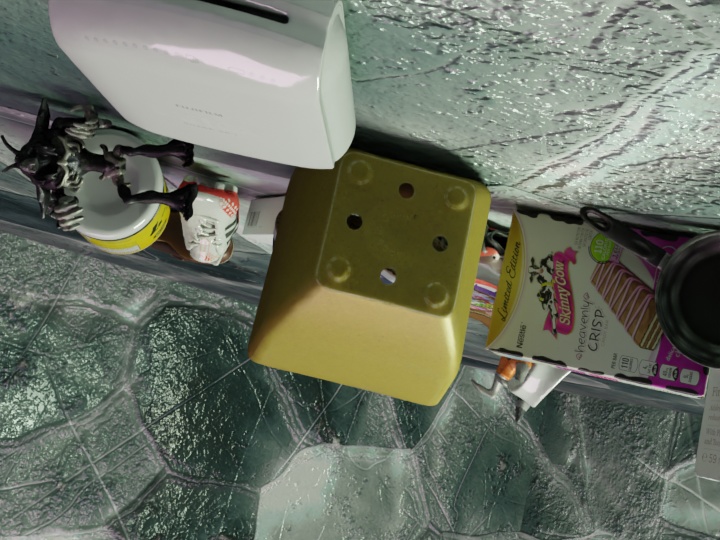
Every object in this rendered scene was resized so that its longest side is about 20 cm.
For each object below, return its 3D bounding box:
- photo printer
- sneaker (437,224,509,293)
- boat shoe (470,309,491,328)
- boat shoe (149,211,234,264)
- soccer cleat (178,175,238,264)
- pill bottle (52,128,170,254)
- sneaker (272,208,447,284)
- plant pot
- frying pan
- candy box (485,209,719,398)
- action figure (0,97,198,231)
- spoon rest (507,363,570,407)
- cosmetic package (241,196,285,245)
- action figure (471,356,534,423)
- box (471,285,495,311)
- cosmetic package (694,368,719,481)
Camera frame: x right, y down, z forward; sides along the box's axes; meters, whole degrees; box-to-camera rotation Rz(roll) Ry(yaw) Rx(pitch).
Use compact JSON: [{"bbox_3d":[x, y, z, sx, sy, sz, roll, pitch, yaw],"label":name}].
[{"bbox_3d":[-0.085,-0.125,0.579,0.164,0.070,0.200,13,173,2],"label":"photo printer"},{"bbox_3d":[0.120,-0.025,1.030,0.197,0.078,0.082,11,147,5],"label":"sneaker"},{"bbox_3d":[0.247,0.090,1.541,0.197,0.075,0.076,14,172,0],"label":"boat shoe"},{"bbox_3d":[-0.261,-0.051,1.456,0.198,0.071,0.070,19,170,33],"label":"boat shoe"},{"bbox_3d":[-0.181,-0.055,1.148,0.068,0.086,0.200,13,173,-1],"label":"soccer cleat"},{"bbox_3d":[-0.270,-0.080,1.081,0.113,0.116,0.200,14,173,-6],"label":"pill bottle"},{"bbox_3d":[0.000,0.000,1.015,0.197,0.071,0.109,15,143,-5],"label":"sneaker"},{"bbox_3d":[0.018,-0.006,0.854,0.193,0.197,0.200,14,165,-5],"label":"plant pot"},{"bbox_3d":[0.272,0.017,0.825,0.188,0.117,0.031,11,-176,22],"label":"frying pan"},{"bbox_3d":[0.226,0.029,0.892,0.197,0.138,0.061,10,174,20],"label":"candy box"},{"bbox_3d":[-0.259,-0.101,0.927,0.197,0.121,0.102,4,-171,0],"label":"action figure"},{"bbox_3d":[0.221,0.065,1.012,0.099,0.201,0.061,32,-157,3],"label":"spoon rest"},{"bbox_3d":[-0.028,-0.043,1.148,0.150,0.052,0.199,22,169,-33],"label":"cosmetic package"},{"bbox_3d":[0.240,0.107,1.286,0.105,0.193,0.200,49,165,15],"label":"action figure"},{"bbox_3d":[0.148,0.019,1.334,0.136,0.040,0.199,7,170,45],"label":"box"},{"bbox_3d":[0.447,0.123,0.931,0.164,0.203,0.167,13,172,-7],"label":"cosmetic package"}]
